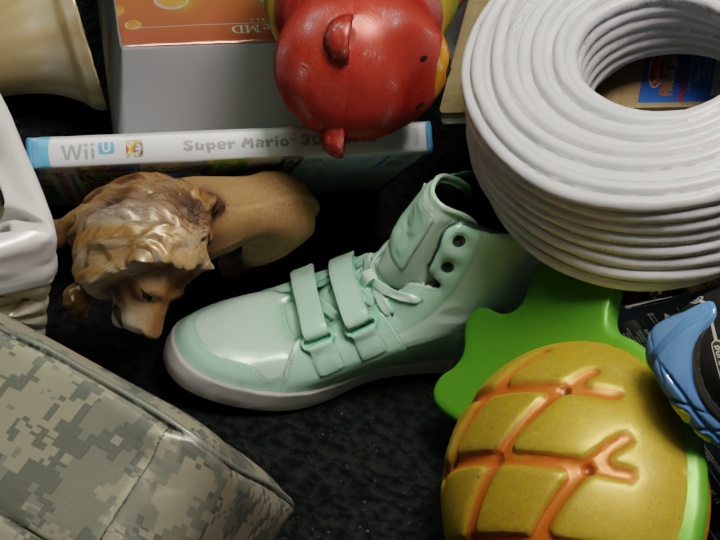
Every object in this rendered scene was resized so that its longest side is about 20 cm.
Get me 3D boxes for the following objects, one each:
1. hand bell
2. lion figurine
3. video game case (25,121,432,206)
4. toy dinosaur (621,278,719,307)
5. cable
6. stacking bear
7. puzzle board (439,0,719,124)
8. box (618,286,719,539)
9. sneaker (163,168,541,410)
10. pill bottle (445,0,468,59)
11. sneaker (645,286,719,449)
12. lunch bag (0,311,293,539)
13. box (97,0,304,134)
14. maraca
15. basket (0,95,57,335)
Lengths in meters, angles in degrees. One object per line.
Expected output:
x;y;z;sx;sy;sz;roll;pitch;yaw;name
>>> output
-0.252;-0.113;1.122;0.199;0.104;0.104;-17;45;-6;hand bell
-0.076;-0.022;0.966;0.122;0.073;0.200;-18;6;40;lion figurine
-0.074;-0.054;1.035;0.199;0.143;0.018;-3;85;-10;video game case
0.180;-0.031;1.043;0.199;0.136;0.102;10;24;-43;toy dinosaur
0.145;-0.085;0.932;0.199;0.069;0.201;-11;49;6;cable
0.003;-0.137;0.992;0.113;0.122;0.201;10;37;-2;stacking bear
0.132;-0.147;1.059;0.150;0.017;0.201;0;47;17;puzzle board
0.210;0.087;0.963;0.158;0.046;0.200;-11;45;-19;box
0.000;0.000;0.983;0.199;0.119;0.074;-8;45;-13;sneaker
0.114;-0.200;1.223;0.112;0.113;0.200;28;46;23;pill bottle
0.212;0.053;0.868;0.199;0.083;0.071;24;34;-36;sneaker
-0.153;0.114;0.822;0.199;0.139;0.168;27;80;21;lunch bag
-0.087;-0.151;1.155;0.124;0.098;0.201;-3;43;-10;box
0.090;0.083;0.896;0.107;0.137;0.201;33;32;-41;maraca
-0.252;0.007;0.942;0.199;0.124;0.136;-13;45;-19;basket
